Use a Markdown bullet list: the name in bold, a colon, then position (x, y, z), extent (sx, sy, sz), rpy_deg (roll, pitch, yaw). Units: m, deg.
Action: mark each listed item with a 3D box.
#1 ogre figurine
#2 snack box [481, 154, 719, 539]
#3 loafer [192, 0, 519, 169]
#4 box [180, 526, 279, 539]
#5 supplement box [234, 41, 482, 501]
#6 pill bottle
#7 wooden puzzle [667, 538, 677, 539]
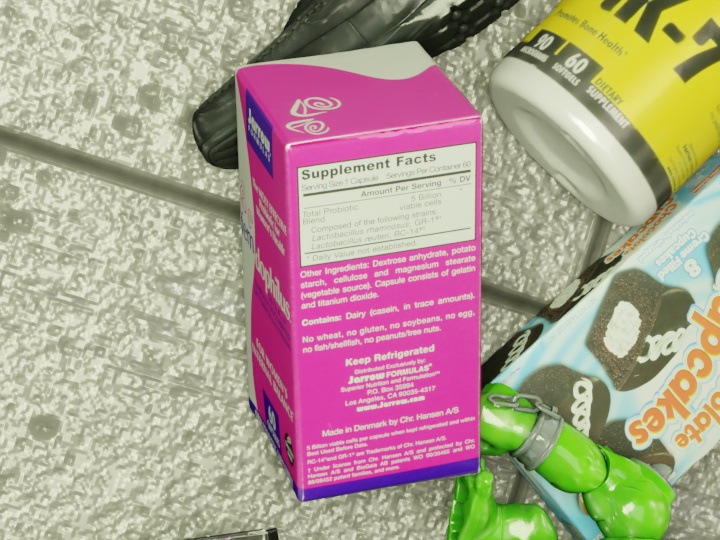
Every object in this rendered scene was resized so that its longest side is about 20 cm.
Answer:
- **ogre figurine**: position (0.106, 0.165, 1.209), extent (0.120, 0.098, 0.200), rpy_deg (5, 63, -14)
- **snack box**: position (0.163, 0.045, 1.271), extent (0.200, 0.037, 0.116), rpy_deg (-42, 105, -8)
- **loafer**: position (-0.006, -0.125, 1.200), extent (0.200, 0.068, 0.070), rpy_deg (-35, 67, -3)
- **box**: position (-0.099, 0.237, 1.174), extent (0.143, 0.036, 0.201), rpy_deg (-8, 87, 9)
- **supplement box**: position (0.000, 0.000, 1.156), extent (0.103, 0.101, 0.200), rpy_deg (-8, 118, -15)
- **pill bottle**: position (0.173, -0.130, 1.218), extent (0.200, 0.114, 0.114), rpy_deg (-46, 105, -8)
- **wooden puzzle**: position (0.169, 0.280, 1.296), extent (0.185, 0.037, 0.200), rpy_deg (-42, 105, -9)
